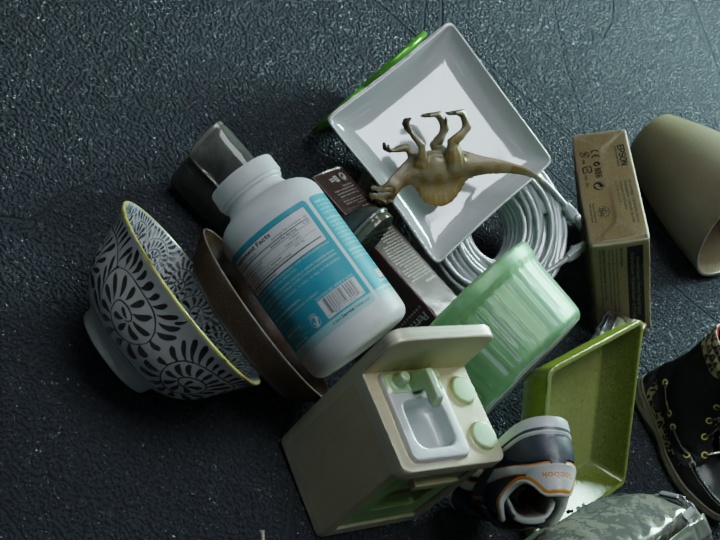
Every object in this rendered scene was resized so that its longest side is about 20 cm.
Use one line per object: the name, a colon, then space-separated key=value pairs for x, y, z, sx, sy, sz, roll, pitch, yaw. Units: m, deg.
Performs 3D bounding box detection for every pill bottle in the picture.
pill bottle: x=-0.055 y=-0.009 z=1.219 sx=0.201 sy=0.111 sz=0.110 roll=54 pitch=40 yaw=7

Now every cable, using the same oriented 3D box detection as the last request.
cable: x=0.150 y=-0.053 z=1.523 sx=0.200 sy=0.069 sz=0.201 roll=-41 pitch=102 yaw=-27

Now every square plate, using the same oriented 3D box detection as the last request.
square plate: x=0.088 y=-0.142 z=1.451 sx=0.198 sy=0.028 sz=0.201 roll=-40 pitch=97 yaw=-22

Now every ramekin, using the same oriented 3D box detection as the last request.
ramekin: x=0.133 y=0.075 z=1.338 sx=0.098 sy=0.200 sz=0.200 roll=45 pitch=39 yaw=9

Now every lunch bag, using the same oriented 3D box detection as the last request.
lunch bag: x=0.228 y=0.295 z=1.231 sx=0.199 sy=0.167 sz=0.140 roll=-19 pitch=78 yaw=-48

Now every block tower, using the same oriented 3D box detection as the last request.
block tower: x=0.037 y=-0.108 z=1.470 sx=0.058 sy=0.054 sz=0.201 roll=33 pitch=72 yaw=-14

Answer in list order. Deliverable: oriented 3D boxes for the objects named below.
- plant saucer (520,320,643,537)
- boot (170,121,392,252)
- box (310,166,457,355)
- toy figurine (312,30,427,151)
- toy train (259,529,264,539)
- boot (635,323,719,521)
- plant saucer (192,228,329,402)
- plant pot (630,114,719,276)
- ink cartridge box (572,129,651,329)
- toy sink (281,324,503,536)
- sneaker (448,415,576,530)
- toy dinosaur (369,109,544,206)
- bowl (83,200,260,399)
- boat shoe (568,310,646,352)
plant saucer: x=0.225 y=0.164 z=1.385 sx=0.048 sy=0.202 sz=0.199 roll=16 pitch=23 yaw=36
boot: x=-0.084 y=-0.071 z=1.323 sx=0.201 sy=0.182 sz=0.072 roll=55 pitch=29 yaw=9
box: x=0.000 y=0.000 z=1.374 sx=0.200 sy=0.100 sz=0.075 roll=47 pitch=29 yaw=8
toy figurine: x=0.065 y=-0.158 z=1.576 sx=0.184 sy=0.150 sz=0.200 roll=49 pitch=54 yaw=-5
toy train: x=-0.031 y=0.318 z=1.081 sx=0.115 sy=0.084 sz=0.201 roll=27 pitch=40 yaw=-34
boot: x=0.418 y=0.176 z=1.527 sx=0.073 sy=0.151 sz=0.201 roll=1 pitch=54 yaw=-39
plant saucer: x=-0.099 y=0.050 z=1.234 sx=0.201 sy=0.034 sz=0.200 roll=53 pitch=2 yaw=-2
plant pot: x=0.485 y=-0.128 z=1.866 sx=0.186 sy=0.188 sz=0.200 roll=-6 pitch=44 yaw=-43
ink cartridge box: x=0.316 y=-0.049 z=1.637 sx=0.074 sy=0.166 sz=0.201 roll=-8 pitch=47 yaw=8
toy sink: x=0.042 y=0.151 z=1.194 sx=0.129 sy=0.200 sz=0.113 roll=-1 pitch=56 yaw=-41
sneaker: x=0.139 y=0.212 z=1.233 sx=0.078 sy=0.200 sz=0.080 roll=4 pitch=60 yaw=-18
toy dinosaur: x=0.095 y=-0.122 z=1.415 sx=0.198 sy=0.058 sz=0.102 roll=-10 pitch=100 yaw=-14
bowl: x=-0.185 y=0.046 z=1.161 sx=0.202 sy=0.094 sz=0.201 roll=54 pitch=2 yaw=-3
boat shoe: x=0.270 y=0.118 z=1.531 sx=0.064 sy=0.074 sz=0.200 roll=26 pitch=42 yaw=22
